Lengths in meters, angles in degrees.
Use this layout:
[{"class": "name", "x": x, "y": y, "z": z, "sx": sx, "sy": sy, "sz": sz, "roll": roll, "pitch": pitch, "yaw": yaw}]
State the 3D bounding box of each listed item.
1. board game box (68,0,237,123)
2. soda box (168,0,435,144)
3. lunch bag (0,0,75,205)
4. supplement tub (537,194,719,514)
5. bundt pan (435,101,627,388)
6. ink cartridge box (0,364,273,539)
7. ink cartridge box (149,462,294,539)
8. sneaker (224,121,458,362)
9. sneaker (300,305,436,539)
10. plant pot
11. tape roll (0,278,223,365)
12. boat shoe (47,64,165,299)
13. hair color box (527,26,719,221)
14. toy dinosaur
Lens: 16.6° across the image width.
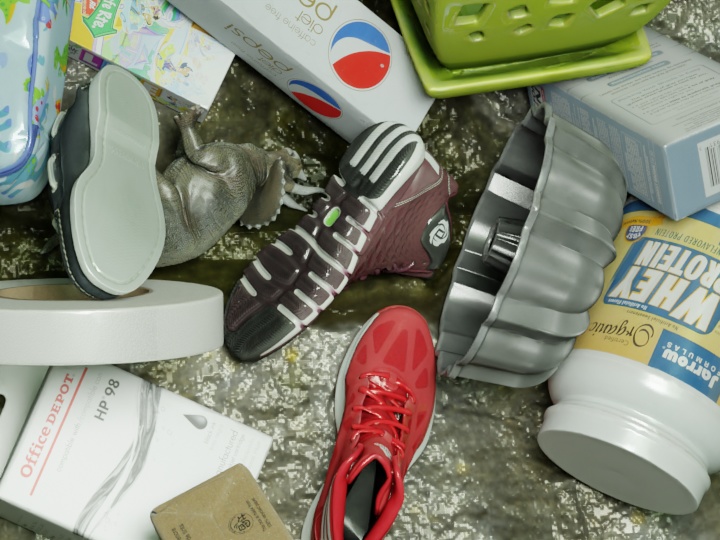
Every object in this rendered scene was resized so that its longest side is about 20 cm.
[{"class": "board game box", "x": -0.131, "y": -0.225, "z": 1.770, "sx": 0.134, "sy": 0.034, "sz": 0.201, "roll": 26, "pitch": 72, "yaw": -7}, {"class": "soda box", "x": -0.039, "y": -0.166, "z": 1.737, "sx": 0.200, "sy": 0.064, "sz": 0.068, "roll": 37, "pitch": 71, "yaw": -18}, {"class": "lunch bag", "x": -0.283, "y": -0.145, "z": 1.676, "sx": 0.159, "sy": 0.083, "sz": 0.202, "roll": 3, "pitch": 74, "yaw": 9}, {"class": "supplement tub", "x": 0.218, "y": 0.054, "z": 1.727, "sx": 0.144, "sy": 0.145, "sz": 0.201, "roll": 27, "pitch": 72, "yaw": -5}, {"class": "bundt pan", "x": 0.123, "y": -0.009, "z": 1.689, "sx": 0.075, "sy": 0.202, "sz": 0.203, "roll": 19, "pitch": 73, "yaw": -8}, {"class": "ink cartridge box", "x": -0.174, "y": 0.129, "z": 1.656, "sx": 0.199, "sy": 0.067, "sz": 0.117, "roll": 24, "pitch": 73, "yaw": -7}, {"class": "ink cartridge box", "x": -0.046, "y": 0.245, "z": 1.543, "sx": 0.075, "sy": 0.200, "sz": 0.166, "roll": -27, "pitch": 126, "yaw": -10}, {"class": "sneaker", "x": 0.000, "y": 0.000, "z": 1.731, "sx": 0.200, "sy": 0.115, "sz": 0.076, "roll": -49, "pitch": 46, "yaw": 7}, {"class": "sneaker", "x": 0.020, "y": 0.112, "z": 1.681, "sx": 0.078, "sy": 0.116, "sz": 0.202, "roll": 15, "pitch": 74, "yaw": -9}, {"class": "plant pot", "x": 0.108, "y": -0.237, "z": 1.700, "sx": 0.197, "sy": 0.182, "sz": 0.201, "roll": -10, "pitch": 58, "yaw": -13}, {"class": "tape roll", "x": -0.189, "y": 0.032, "z": 1.608, "sx": 0.201, "sy": 0.203, "sz": 0.037, "roll": -1, "pitch": 96, "yaw": -13}, {"class": "boat shoe", "x": -0.171, "y": -0.048, "z": 1.615, "sx": 0.075, "sy": 0.060, "sz": 0.201, "roll": 36, "pitch": 34, "yaw": -26}, {"class": "hair color box", "x": 0.207, "y": -0.109, "z": 1.738, "sx": 0.098, "sy": 0.200, "sz": 0.061, "roll": -22, "pitch": 118, "yaw": -17}, {"class": "toy dinosaur", "x": -0.125, "y": -0.049, "z": 1.705, "sx": 0.199, "sy": 0.077, "sz": 0.103, "roll": -31, "pitch": 92, "yaw": -15}]
